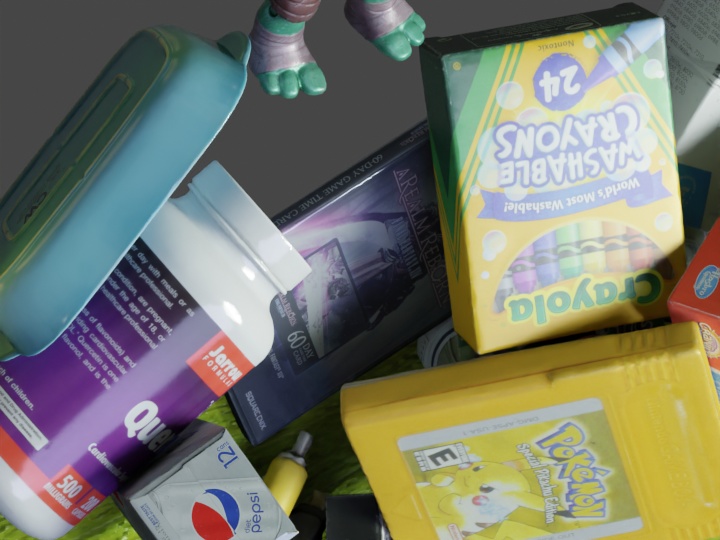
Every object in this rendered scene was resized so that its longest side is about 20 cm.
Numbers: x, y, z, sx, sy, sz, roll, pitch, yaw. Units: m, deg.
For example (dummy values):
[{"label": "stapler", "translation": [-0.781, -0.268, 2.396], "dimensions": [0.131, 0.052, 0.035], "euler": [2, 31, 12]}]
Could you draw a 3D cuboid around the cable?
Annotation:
[{"label": "cable", "translation": [-0.069, 0.188, 1.621], "dimensions": [0.200, 0.050, 0.097], "euler": [-56, 162, -40]}]

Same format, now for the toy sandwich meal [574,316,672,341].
[{"label": "toy sandwich meal", "translation": [0.143, 0.097, 1.693], "dimensions": [0.205, 0.070, 0.205], "euler": [-13, 133, -15]}]

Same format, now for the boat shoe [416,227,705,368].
[{"label": "boat shoe", "translation": [0.130, 0.024, 1.697], "dimensions": [0.200, 0.062, 0.072], "euler": [-28, 138, -17]}]

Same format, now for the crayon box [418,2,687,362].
[{"label": "crayon box", "translation": [0.109, -0.035, 1.552], "dimensions": [0.126, 0.052, 0.200], "euler": [-11, 107, -11]}]

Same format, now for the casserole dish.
[{"label": "casserole dish", "translation": [-0.130, -0.046, 1.387], "dimensions": [0.039, 0.121, 0.200], "euler": [36, 94, -22]}]

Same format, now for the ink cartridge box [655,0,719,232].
[{"label": "ink cartridge box", "translation": [0.225, -0.122, 1.640], "dimensions": [0.116, 0.068, 0.200], "euler": [10, 117, -45]}]

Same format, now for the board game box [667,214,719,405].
[{"label": "board game box", "translation": [0.246, -0.005, 1.615], "dimensions": [0.200, 0.040, 0.153], "euler": [-56, 148, -26]}]

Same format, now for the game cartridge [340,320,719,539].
[{"label": "game cartridge", "translation": [0.106, 0.108, 1.590], "dimensions": [0.200, 0.032, 0.176], "euler": [-10, 139, 11]}]

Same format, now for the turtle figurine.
[{"label": "turtle figurine", "translation": [0.000, -0.175, 1.388], "dimensions": [0.150, 0.101, 0.200], "euler": [-8, 146, -16]}]

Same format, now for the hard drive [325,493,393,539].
[{"label": "hard drive", "translation": [0.009, 0.228, 1.685], "dimensions": [0.038, 0.140, 0.200], "euler": [-3, 156, 5]}]

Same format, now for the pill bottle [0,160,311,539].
[{"label": "pill bottle", "translation": [-0.124, 0.038, 1.462], "dimensions": [0.200, 0.112, 0.112], "euler": [-41, 140, -1]}]

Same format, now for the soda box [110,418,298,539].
[{"label": "soda box", "translation": [-0.090, 0.123, 1.511], "dimensions": [0.063, 0.200, 0.068], "euler": [-36, 95, -8]}]

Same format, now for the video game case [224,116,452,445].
[{"label": "video game case", "translation": [0.000, 0.000, 1.605], "dimensions": [0.200, 0.019, 0.143], "euler": [-33, 139, -11]}]
